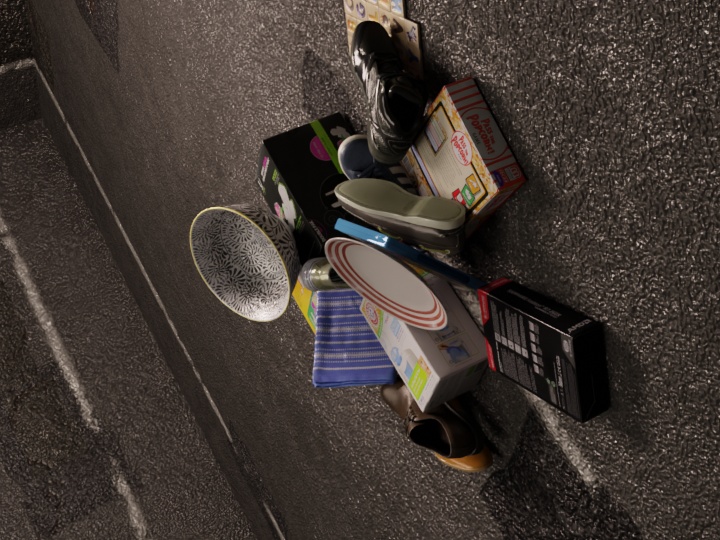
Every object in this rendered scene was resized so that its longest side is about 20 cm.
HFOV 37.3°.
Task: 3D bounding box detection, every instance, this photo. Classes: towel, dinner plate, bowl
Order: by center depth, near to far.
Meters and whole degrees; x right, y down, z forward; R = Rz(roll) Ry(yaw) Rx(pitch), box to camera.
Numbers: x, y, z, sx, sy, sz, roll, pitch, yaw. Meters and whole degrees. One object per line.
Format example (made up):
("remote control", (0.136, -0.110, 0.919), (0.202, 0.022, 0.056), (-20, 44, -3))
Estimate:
("dinner plate", (0.038, 0.013, 1.458), (0.199, 0.024, 0.201), (30, 162, 11))
("bowl", (-0.161, -0.029, 1.663), (0.199, 0.094, 0.203), (22, 132, 27))
("towel", (-0.008, 0.086, 1.702), (0.024, 0.143, 0.203), (43, -134, -64))

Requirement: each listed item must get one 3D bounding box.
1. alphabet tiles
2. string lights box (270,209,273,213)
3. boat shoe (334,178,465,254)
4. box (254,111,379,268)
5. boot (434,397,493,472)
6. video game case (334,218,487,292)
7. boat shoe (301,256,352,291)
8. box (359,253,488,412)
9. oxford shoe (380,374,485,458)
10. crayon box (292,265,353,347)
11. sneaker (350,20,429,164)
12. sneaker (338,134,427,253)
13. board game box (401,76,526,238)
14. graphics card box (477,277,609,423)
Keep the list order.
("alphabet tiles", (0.031, -0.322, 1.500), (0.200, 0.006, 0.168), (40, 145, 49))
("string lights box", (-0.117, -0.097, 1.810), (0.103, 0.058, 0.202), (104, -179, -56))
("boat shoe", (0.050, -0.071, 1.417), (0.199, 0.072, 0.061), (19, 134, 33))
("box", (-0.058, -0.120, 1.694), (0.201, 0.147, 0.125), (60, 157, 16))
("boot", (0.133, 0.214, 1.671), (0.201, 0.070, 0.146), (33, 135, 52))
("video game case", (0.076, -0.017, 1.470), (0.143, 0.198, 0.018), (25, 90, 58))
("boat shoe", (0.000, 0.000, 1.626), (0.062, 0.198, 0.073), (6, 106, 45))
("box", (0.095, 0.088, 1.599), (0.201, 0.100, 0.113), (58, 155, 23))
("oxford shoe", (0.092, 0.218, 1.620), (0.199, 0.084, 0.074), (30, 119, 42))
("crayon box", (-0.045, 0.072, 1.805), (0.201, 0.058, 0.119), (58, 156, 23))
("sneaker", (0.041, -0.255, 1.407), (0.114, 0.075, 0.202), (136, 130, -61))
("sneaker", (0.045, -0.103, 1.490), (0.200, 0.075, 0.085), (45, -164, -26))
("board game box", (0.126, -0.136, 1.399), (0.153, 0.046, 0.200), (64, 158, 10))
("graphics card box", (0.231, 0.098, 1.368), (0.200, 0.050, 0.127), (30, 136, 58))
